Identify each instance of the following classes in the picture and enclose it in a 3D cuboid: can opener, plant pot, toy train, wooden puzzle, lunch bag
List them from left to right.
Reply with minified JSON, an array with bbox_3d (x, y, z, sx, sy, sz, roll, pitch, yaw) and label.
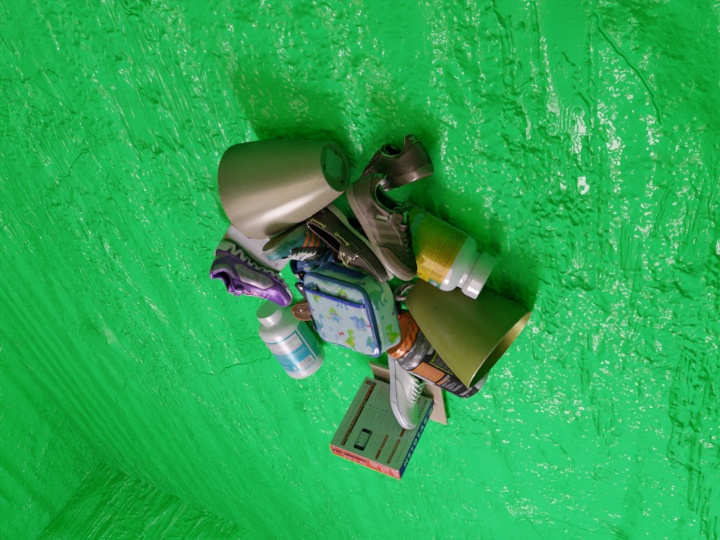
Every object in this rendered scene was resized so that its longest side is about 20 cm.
[{"bbox_3d":[-0.127,-0.168,1.460,0.200,0.187,0.187,-12,126,33],"label":"plant pot"},{"bbox_3d":[-0.082,0.067,1.685,0.079,0.063,0.200,-13,148,22],"label":"can opener"},{"bbox_3d":[-0.020,0.070,1.522,0.200,0.082,0.161,17,127,46],"label":"lunch bag"},{"bbox_3d":[0.085,0.093,1.689,0.200,0.085,0.116,-28,132,31],"label":"toy train"},{"bbox_3d":[0.121,0.292,1.933,0.185,0.037,0.200,15,146,26],"label":"wooden puzzle"},{"bbox_3d":[0.189,0.088,1.516,0.200,0.187,0.187,40,149,17],"label":"plant pot"}]

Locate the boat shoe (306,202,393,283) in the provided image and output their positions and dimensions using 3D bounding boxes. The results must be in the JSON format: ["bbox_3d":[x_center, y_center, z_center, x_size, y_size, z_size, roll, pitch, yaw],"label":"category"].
[{"bbox_3d":[-0.020,-0.042,1.458,0.200,0.059,0.072,47,166,23],"label":"boat shoe"}]

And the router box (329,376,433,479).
[{"bbox_3d":[0.051,0.367,1.869,0.179,0.200,0.049,17,146,22],"label":"router box"}]

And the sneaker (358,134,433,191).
[{"bbox_3d":[0.049,-0.180,1.383,0.200,0.070,0.076,-13,98,51],"label":"sneaker"}]

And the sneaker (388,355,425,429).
[{"bbox_3d":[0.110,0.262,1.800,0.071,0.073,0.200,-7,94,40],"label":"sneaker"}]

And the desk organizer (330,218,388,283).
[{"bbox_3d":[0.000,0.000,1.583,0.077,0.072,0.200,9,119,37],"label":"desk organizer"}]

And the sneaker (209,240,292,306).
[{"bbox_3d":[-0.242,0.027,1.706,0.200,0.089,0.080,34,146,-5],"label":"sneaker"}]

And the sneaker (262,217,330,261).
[{"bbox_3d":[-0.108,-0.049,1.527,0.071,0.200,0.080,-17,102,37],"label":"sneaker"}]

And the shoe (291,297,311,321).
[{"bbox_3d":[-0.064,0.076,1.804,0.200,0.053,0.070,-4,116,28],"label":"shoe"}]

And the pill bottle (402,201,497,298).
[{"bbox_3d":[0.140,-0.033,1.440,0.200,0.113,0.113,29,146,7],"label":"pill bottle"}]

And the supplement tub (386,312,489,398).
[{"bbox_3d":[0.159,0.171,1.632,0.200,0.123,0.123,29,149,-18],"label":"supplement tub"}]

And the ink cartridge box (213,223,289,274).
[{"bbox_3d":[-0.219,-0.060,1.732,0.148,0.086,0.200,38,147,-7],"label":"ink cartridge box"}]

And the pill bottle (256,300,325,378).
[{"bbox_3d":[-0.177,0.163,1.950,0.111,0.111,0.200,0,133,40],"label":"pill bottle"}]

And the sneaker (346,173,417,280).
[{"bbox_3d":[0.054,-0.072,1.343,0.075,0.070,0.200,-25,112,27],"label":"sneaker"}]

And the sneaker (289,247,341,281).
[{"bbox_3d":[-0.089,-0.019,1.687,0.082,0.074,0.200,43,144,-9],"label":"sneaker"}]
